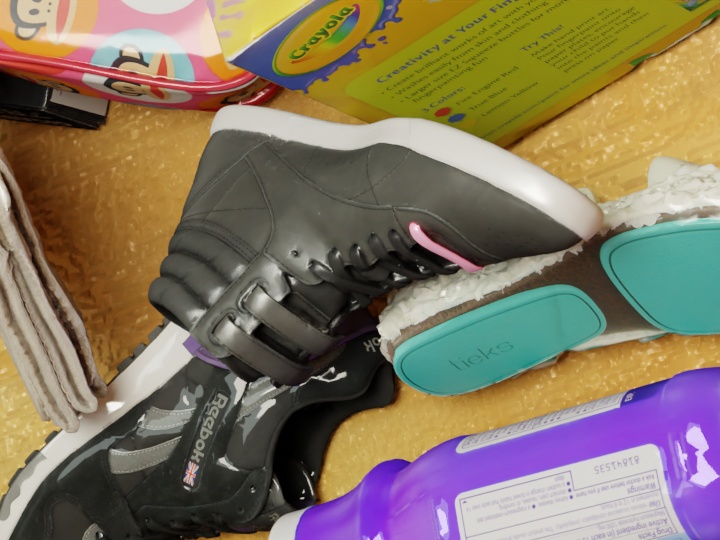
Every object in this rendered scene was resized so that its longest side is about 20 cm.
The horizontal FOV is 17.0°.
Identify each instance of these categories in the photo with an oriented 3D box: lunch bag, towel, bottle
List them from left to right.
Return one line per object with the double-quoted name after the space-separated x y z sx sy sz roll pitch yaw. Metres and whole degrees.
-0.153 -0.031 0.962 0.034 0.133 0.200 -25 35 -9 "towel"
-0.101 -0.171 0.978 0.175 0.082 0.201 10 88 6 "lunch bag"
0.059 0.088 0.870 0.199 0.083 0.066 -18 74 28 "bottle"

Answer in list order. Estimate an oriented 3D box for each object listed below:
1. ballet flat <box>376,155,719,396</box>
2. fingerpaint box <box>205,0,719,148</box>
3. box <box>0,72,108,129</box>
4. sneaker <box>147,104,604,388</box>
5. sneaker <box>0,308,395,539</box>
0.092 -0.009 0.878 0.199 0.072 0.072 -15 75 29 "ballet flat"
0.065 -0.131 0.849 0.200 0.167 0.074 -31 64 26 "fingerpaint box"
-0.187 -0.173 1.089 0.199 0.050 0.200 7 85 32 "box"
0.000 0.000 0.862 0.200 0.071 0.100 9 71 48 "sneaker"
-0.068 0.082 0.961 0.200 0.076 0.088 -49 66 17 "sneaker"
